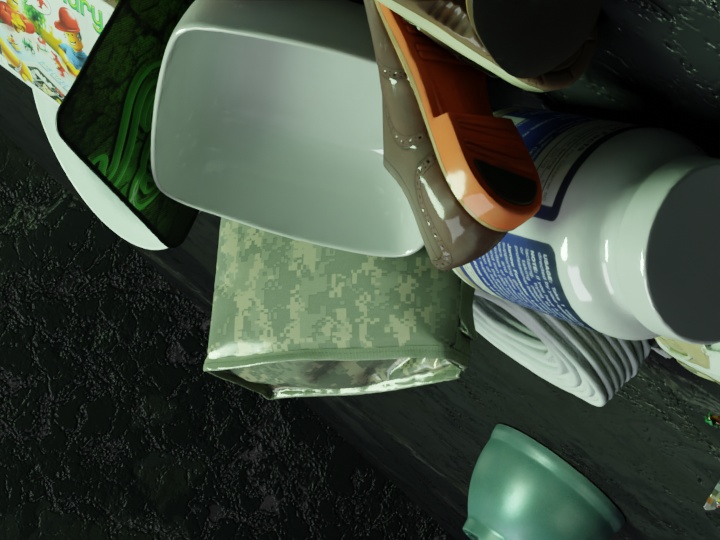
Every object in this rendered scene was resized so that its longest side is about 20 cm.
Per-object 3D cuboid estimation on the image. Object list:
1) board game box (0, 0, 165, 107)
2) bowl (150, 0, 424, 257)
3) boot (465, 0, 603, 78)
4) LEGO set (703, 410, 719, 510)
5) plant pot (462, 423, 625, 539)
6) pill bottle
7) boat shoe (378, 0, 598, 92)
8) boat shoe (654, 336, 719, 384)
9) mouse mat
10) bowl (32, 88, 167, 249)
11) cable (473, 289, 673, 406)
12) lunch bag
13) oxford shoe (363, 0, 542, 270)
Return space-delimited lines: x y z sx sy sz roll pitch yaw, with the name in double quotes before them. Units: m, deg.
"board game box" -0.210 -0.174 1.149 0.199 0.034 0.127 35 141 31
"bowl" -0.028 -0.104 1.034 0.198 0.075 0.200 16 147 -3
"boot" 0.059 -0.169 0.734 0.076 0.073 0.200 54 177 39
"LEGO set" 0.294 0.153 1.008 0.199 0.117 0.154 31 -167 9
"plant pot" 0.210 0.306 2.012 0.200 0.135 0.200 37 169 8
"pill bottle" 0.134 -0.026 0.902 0.116 0.116 0.200 44 169 -28
"boat shoe" 0.027 -0.160 0.824 0.202 0.075 0.075 41 175 -16
"boat shoe" 0.214 0.029 0.975 0.068 0.075 0.200 33 171 -5
"mouse mat" -0.119 -0.135 1.090 0.007 0.201 0.161 14 158 34
"bowl" -0.160 -0.125 1.237 0.200 0.090 0.203 33 140 33
"cable" 0.131 0.023 1.251 0.199 0.069 0.200 40 170 -7
"lunch bag" 0.000 0.000 1.168 0.198 0.166 0.117 -6 160 30
"oxford shoe" 0.029 -0.094 0.876 0.071 0.073 0.202 9 -129 -38
